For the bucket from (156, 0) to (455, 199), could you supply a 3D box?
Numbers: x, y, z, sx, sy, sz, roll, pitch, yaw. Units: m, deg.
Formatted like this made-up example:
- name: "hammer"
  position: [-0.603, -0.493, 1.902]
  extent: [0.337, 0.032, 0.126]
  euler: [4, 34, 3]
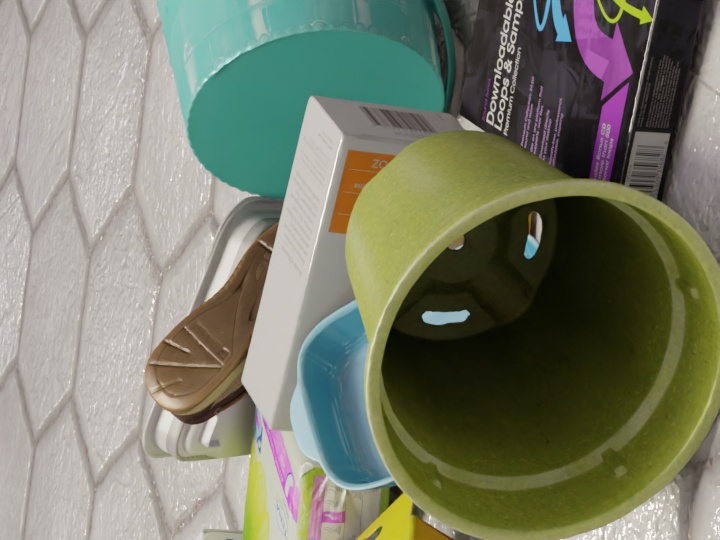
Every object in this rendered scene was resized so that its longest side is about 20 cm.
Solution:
- name: "bucket"
  position: [-0.037, -0.154, 1.631]
  extent: [0.208, 0.205, 0.136]
  euler: [122, 147, -47]

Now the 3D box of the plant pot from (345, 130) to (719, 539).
- name: "plant pot"
  position: [0.076, 0.015, 1.303]
  extent: [0.184, 0.199, 0.202]
  euler: [-123, 44, -63]

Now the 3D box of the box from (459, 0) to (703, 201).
- name: "box"
  position: [0.124, -0.128, 1.397]
  extent: [0.200, 0.036, 0.144]
  euler: [-139, 55, -59]

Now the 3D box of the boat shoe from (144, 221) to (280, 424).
- name: "boat shoe"
  position: [-0.052, 0.030, 1.604]
  extent: [0.072, 0.200, 0.072]
  euler: [44, 174, 29]

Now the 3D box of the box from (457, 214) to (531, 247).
- name: "box"
  position: [0.051, 0.026, 1.570]
  extent: [0.200, 0.041, 0.120]
  euler: [168, 106, -70]

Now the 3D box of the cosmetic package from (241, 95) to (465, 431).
- name: "cosmetic package"
  position: [0.000, 0.000, 1.516]
  extent: [0.071, 0.101, 0.202]
  euler: [-127, 46, -59]

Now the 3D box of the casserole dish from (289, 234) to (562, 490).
- name: "casserole dish"
  position: [0.050, 0.058, 1.443]
  extent: [0.199, 0.039, 0.122]
  euler: [-27, 59, 17]

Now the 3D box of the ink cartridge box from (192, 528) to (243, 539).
- name: "ink cartridge box"
  position: [-0.112, 0.300, 1.841]
  extent: [0.200, 0.085, 0.148]
  euler: [133, 138, -55]

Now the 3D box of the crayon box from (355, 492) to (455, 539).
- name: "crayon box"
  position: [0.011, 0.243, 1.498]
  extent: [0.127, 0.051, 0.201]
  euler: [-45, 23, 32]

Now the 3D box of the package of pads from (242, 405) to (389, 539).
- name: "package of pads"
  position: [-0.032, 0.162, 1.663]
  extent: [0.155, 0.068, 0.201]
  euler: [-111, 22, -50]

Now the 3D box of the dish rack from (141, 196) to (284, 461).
- name: "dish rack"
  position: [-0.067, 0.048, 1.712]
  extent: [0.043, 0.171, 0.201]
  euler: [28, 103, 26]
